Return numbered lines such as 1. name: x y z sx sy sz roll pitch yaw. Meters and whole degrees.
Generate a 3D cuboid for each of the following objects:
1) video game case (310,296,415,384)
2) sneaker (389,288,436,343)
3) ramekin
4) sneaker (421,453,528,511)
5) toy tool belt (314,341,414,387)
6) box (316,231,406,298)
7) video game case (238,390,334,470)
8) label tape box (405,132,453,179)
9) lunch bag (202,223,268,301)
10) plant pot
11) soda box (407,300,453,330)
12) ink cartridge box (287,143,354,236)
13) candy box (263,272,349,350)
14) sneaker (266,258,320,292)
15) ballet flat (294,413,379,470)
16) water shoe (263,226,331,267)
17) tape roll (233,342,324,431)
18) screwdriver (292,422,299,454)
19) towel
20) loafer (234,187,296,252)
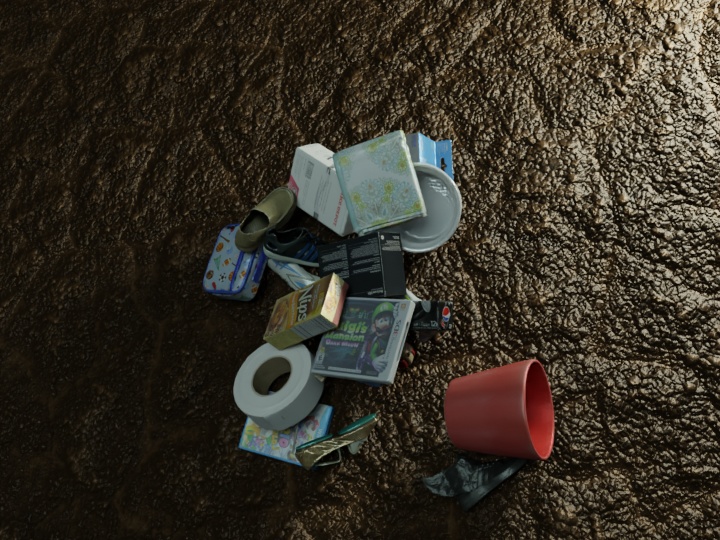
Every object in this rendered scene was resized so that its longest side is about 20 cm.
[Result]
1. video game case: 0.004 0.142 1.593 0.200 0.023 0.182 1 62 35
2. sneaker: 0.097 0.086 1.706 0.200 0.074 0.081 38 89 29
3. ramekin: 0.137 -0.145 1.728 0.200 0.098 0.201 2 99 16
4. sneaker: 0.233 0.408 1.539 0.200 0.060 0.104 -40 67 5
5. toy tool belt: 0.008 0.209 1.652 0.199 0.125 0.123 10 53 16
6. box: 0.000 0.000 1.706 0.200 0.079 0.142 -11 80 43
7. video game case: -0.169 0.358 1.724 0.199 0.018 0.144 10 73 22
8. label tape box: 0.118 -0.253 1.831 0.199 0.063 0.145 -8 68 17
9. lunch bag: -0.295 -0.027 1.862 0.160 0.076 0.201 1 69 40
10. plant pot: 0.273 0.280 1.510 0.177 0.200 0.201 -9 67 27
11. soda box: 0.096 0.097 1.632 0.199 0.071 0.064 -2 85 33
12. ink cartridge box: -0.073 -0.197 1.829 0.200 0.085 0.146 36 127 28
13. candy box: -0.121 0.093 1.675 0.200 0.055 0.116 -26 37 41
14. sneaker: -0.155 0.022 1.818 0.200 0.072 0.073 28 75 27
15. ballet flat: -0.043 0.378 1.648 0.200 0.071 0.065 -24 88 1
16. water shoe: -0.128 -0.059 1.792 0.199 0.079 0.072 2 41 -14
17. tape roll: -0.184 0.255 1.704 0.202 0.071 0.203 -17 46 18
18. screwdriver: -0.133 0.315 1.692 0.029 0.028 0.200 -27 42 31
19. towel: 0.042 -0.189 1.676 0.171 0.048 0.201 -16 93 15
20. loafer: -0.222 -0.127 1.802 0.076 0.067 0.200 33 66 8
